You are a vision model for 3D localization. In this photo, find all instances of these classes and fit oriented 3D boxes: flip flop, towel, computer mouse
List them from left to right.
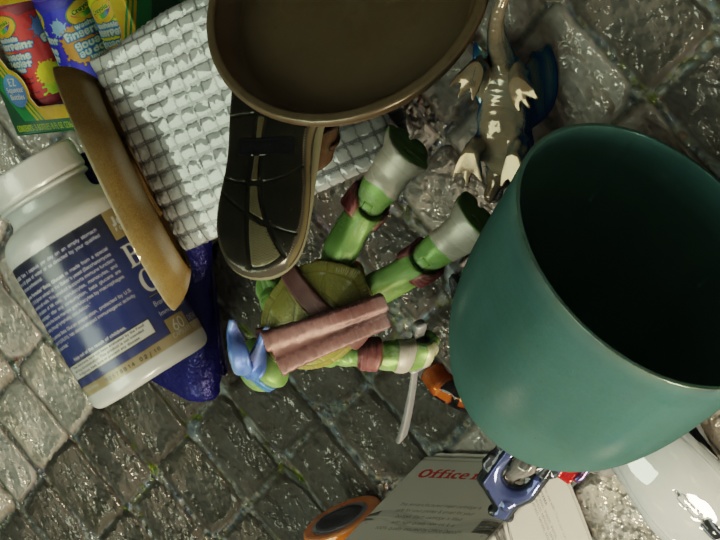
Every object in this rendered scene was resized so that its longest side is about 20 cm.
[{"bbox_3d":[-0.174,0.002,1.712,0.147,0.049,0.202,25,130,34],"label":"towel"},{"bbox_3d":[-0.074,-0.126,1.455,0.199,0.086,0.167,-24,93,22],"label":"towel"},{"bbox_3d":[-0.046,-0.085,1.351,0.080,0.202,0.058,2,161,21],"label":"flip flop"},{"bbox_3d":[0.232,0.167,1.389,0.109,0.044,0.200,-39,96,17],"label":"computer mouse"}]

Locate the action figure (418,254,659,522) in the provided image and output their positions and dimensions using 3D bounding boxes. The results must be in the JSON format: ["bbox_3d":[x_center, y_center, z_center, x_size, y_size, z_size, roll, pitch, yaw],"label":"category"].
[{"bbox_3d":[0.135,0.068,1.450,0.193,0.105,0.200,43,110,3],"label":"action figure"}]

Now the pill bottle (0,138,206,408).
[{"bbox_3d":[-0.218,0.000,1.631,0.111,0.111,0.201,-29,93,50],"label":"pill bottle"}]

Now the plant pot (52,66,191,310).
[{"bbox_3d":[-0.172,-0.066,1.499,0.201,0.027,0.200,63,179,1],"label":"plant pot"}]

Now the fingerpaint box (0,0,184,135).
[{"bbox_3d":[-0.221,-0.200,1.592,0.199,0.073,0.168,0,117,44],"label":"fingerpaint box"}]

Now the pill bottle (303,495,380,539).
[{"bbox_3d":[0.024,0.289,1.672,0.106,0.106,0.201,-10,110,47],"label":"pill bottle"}]

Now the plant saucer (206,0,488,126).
[{"bbox_3d":[-0.006,-0.177,1.330,0.199,0.201,0.030,24,164,30],"label":"plant saucer"}]

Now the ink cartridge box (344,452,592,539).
[{"bbox_3d":[0.060,0.228,1.522,0.145,0.200,0.085,-3,120,45],"label":"ink cartridge box"}]

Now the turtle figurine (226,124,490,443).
[{"bbox_3d":[0.000,0.000,1.396,0.194,0.199,0.144,-45,58,20],"label":"turtle figurine"}]

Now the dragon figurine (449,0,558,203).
[{"bbox_3d":[0.098,-0.118,1.338,0.058,0.100,0.202,4,114,14],"label":"dragon figurine"}]

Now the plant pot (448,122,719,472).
[{"bbox_3d":[0.148,0.034,1.292,0.201,0.200,0.161,46,135,9],"label":"plant pot"}]
